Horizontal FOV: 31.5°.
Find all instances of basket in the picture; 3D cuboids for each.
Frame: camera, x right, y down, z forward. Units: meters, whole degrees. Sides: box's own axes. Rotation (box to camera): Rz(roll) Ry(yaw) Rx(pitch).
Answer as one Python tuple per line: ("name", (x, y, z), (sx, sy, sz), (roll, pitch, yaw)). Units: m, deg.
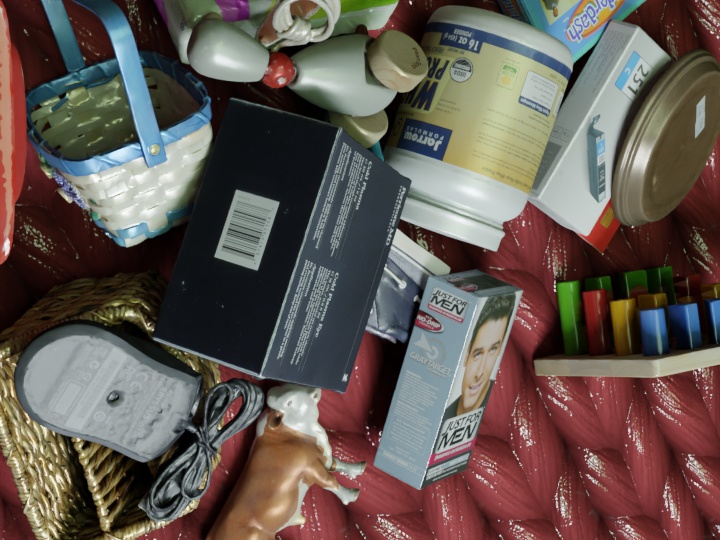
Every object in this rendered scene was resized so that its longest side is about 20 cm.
("basket", (-0.199, 0.118, 1.050), (0.142, 0.149, 0.201), (-7, 110, 17))
("basket", (-0.195, -0.131, 1.006), (0.138, 0.176, 0.201), (-22, 123, -20))

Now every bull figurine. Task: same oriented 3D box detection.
("bull figurine", (-0.068, 0.203, 1.215), (0.121, 0.065, 0.201), (28, 97, -7))

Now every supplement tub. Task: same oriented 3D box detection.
("supplement tub", (0.103, -0.131, 1.198), (0.144, 0.144, 0.201), (18, 92, -32))

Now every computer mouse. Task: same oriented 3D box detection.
("computer mouse", (-0.185, 0.101, 0.993), (0.200, 0.053, 0.139), (36, 93, -35))

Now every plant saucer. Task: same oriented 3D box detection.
("plant saucer", (0.330, -0.134, 1.345), (0.200, 0.029, 0.201), (-36, 142, -35))

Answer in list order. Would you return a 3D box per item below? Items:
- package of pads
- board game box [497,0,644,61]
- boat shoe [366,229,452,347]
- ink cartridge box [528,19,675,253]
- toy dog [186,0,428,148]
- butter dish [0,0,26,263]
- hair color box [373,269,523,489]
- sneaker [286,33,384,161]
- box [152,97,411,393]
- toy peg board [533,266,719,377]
("package of pads", (-0.083, -0.262, 1.062), (0.199, 0.068, 0.155), (-15, 65, -26))
("board game box", (0.194, -0.317, 1.264), (0.152, 0.045, 0.201), (-40, 119, -17))
("boat shoe", (0.000, 0.000, 1.208), (0.200, 0.075, 0.093), (31, 78, -33))
("ink cartridge box", (0.269, -0.129, 1.329), (0.176, 0.045, 0.201), (30, 90, -41))
("toy dog", (-0.040, -0.176, 1.008), (0.132, 0.097, 0.200), (-32, 143, 23))
("butter dish", (-0.325, -0.114, 0.962), (0.198, 0.148, 0.201), (5, 102, 14))
("hair color box", (0.086, 0.105, 1.256), (0.099, 0.060, 0.201), (-8, 117, -58))
("sneaker", (-0.016, -0.178, 1.154), (0.073, 0.082, 0.201), (-22, 111, -22))
("box", (-0.058, -0.013, 1.047), (0.182, 0.104, 0.201), (26, 81, -67))
("toy peg board", (0.313, 0.048, 1.344), (0.199, 0.199, 0.099), (-8, 90, -29))
